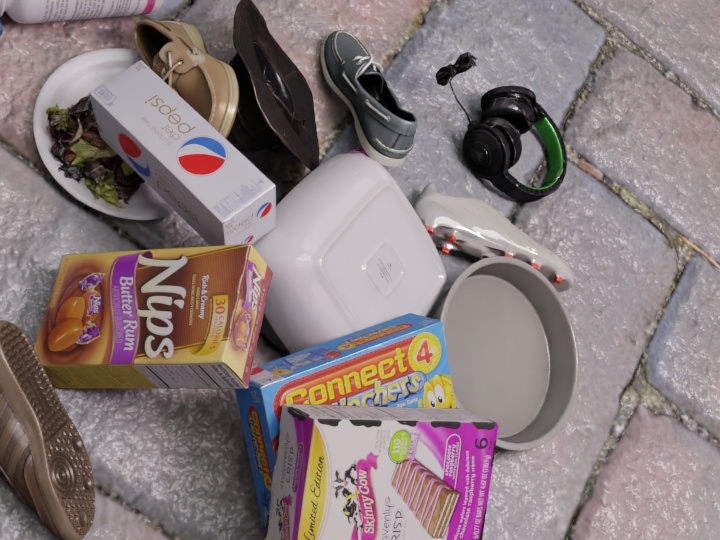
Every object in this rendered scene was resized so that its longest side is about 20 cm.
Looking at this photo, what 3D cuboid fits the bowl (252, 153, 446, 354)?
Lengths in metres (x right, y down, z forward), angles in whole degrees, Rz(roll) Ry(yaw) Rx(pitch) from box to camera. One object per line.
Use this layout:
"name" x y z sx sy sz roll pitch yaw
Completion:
"bowl" 0.000 0.000 1.134 0.200 0.074 0.200 -49 118 -33

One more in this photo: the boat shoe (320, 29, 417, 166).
"boat shoe" 0.014 -0.205 1.274 0.072 0.062 0.201 1 50 -30

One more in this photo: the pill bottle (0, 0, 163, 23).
"pill bottle" -0.308 -0.311 1.171 0.199 0.113 0.114 -12 72 -28

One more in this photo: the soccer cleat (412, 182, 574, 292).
"soccer cleat" 0.150 -0.037 1.273 0.199 0.069 0.078 23 56 -9

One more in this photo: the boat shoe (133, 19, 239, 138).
"boat shoe" -0.177 -0.190 1.137 0.064 0.072 0.200 10 27 -34

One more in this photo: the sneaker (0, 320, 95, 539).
"sneaker" -0.296 0.144 0.996 0.201 0.075 0.070 69 17 -2

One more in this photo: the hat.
"hat" -0.112 -0.179 1.208 0.201 0.081 0.201 57 17 -28

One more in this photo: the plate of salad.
"plate of salad" -0.228 -0.145 1.167 0.199 0.048 0.201 10 63 -20

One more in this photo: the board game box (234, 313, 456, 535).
"board game box" -0.002 0.163 1.061 0.199 0.056 0.197 -18 106 -29

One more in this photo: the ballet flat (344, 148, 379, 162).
"ballet flat" -0.027 -0.064 1.198 0.069 0.071 0.201 8 58 23

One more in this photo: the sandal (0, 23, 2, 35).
"sandal" -0.390 -0.157 1.090 0.087 0.079 0.201 29 66 -13

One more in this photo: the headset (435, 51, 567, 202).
"headset" 0.168 -0.169 1.326 0.200 0.094 0.124 38 56 -17

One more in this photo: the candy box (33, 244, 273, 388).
"candy box" -0.185 0.042 1.023 0.199 0.057 0.117 -2 59 20

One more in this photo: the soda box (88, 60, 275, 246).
"soda box" -0.166 -0.104 1.072 0.064 0.068 0.200 -37 67 -23

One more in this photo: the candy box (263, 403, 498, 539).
"candy box" 0.021 0.191 1.010 0.199 0.061 0.137 5 94 -32

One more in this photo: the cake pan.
"cake pan" 0.147 0.087 1.198 0.199 0.037 0.202 10 73 -35
